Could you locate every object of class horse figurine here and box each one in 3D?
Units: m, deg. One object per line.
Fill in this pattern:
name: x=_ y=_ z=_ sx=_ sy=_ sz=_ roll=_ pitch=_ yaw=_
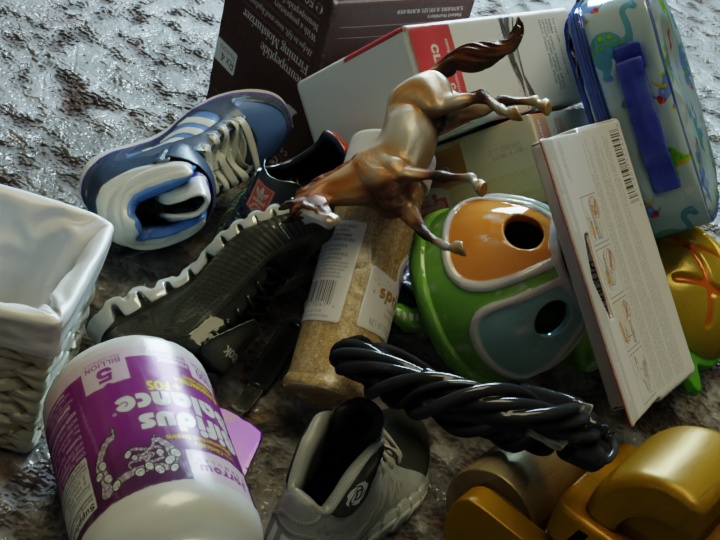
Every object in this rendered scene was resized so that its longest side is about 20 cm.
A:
horse figurine: x=0.048 y=-0.091 z=0.981 sx=0.132 sy=0.050 sz=0.201 roll=16 pitch=64 yaw=34

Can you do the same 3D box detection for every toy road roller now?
toy road roller: x=0.166 y=0.155 z=0.919 sx=0.199 sy=0.147 sz=0.122 roll=34 pitch=36 yaw=24

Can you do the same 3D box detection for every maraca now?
maraca: x=0.258 y=0.027 z=1.176 sx=0.137 sy=0.107 sz=0.200 roll=51 pitch=29 yaw=-5

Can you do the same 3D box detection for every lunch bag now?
lunch bag: x=0.228 y=-0.133 z=1.133 sx=0.082 sy=0.202 sz=0.161 roll=-16 pitch=13 yaw=18

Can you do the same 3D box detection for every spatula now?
spatula: x=-0.080 y=0.089 z=1.017 sx=0.056 sy=0.021 sz=0.200 roll=26 pitch=32 yaw=3

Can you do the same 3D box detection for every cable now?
cable: x=0.055 y=0.083 z=0.891 sx=0.199 sy=0.051 sz=0.162 roll=16 pitch=-1 yaw=41

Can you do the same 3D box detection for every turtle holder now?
turtle holder: x=0.120 y=0.027 z=1.078 sx=0.131 sy=0.187 sz=0.141 roll=-18 pitch=20 yaw=30

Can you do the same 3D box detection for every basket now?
basket: x=-0.279 y=0.021 z=0.932 sx=0.198 sy=0.124 sz=0.136 roll=15 pitch=33 yaw=-2

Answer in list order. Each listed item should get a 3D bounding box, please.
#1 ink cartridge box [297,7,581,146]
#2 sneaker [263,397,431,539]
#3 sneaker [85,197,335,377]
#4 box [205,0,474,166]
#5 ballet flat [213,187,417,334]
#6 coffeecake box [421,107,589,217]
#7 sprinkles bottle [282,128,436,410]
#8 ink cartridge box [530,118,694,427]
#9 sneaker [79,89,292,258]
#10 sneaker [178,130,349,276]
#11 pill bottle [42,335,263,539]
ink cartridge box: x=0.072 y=-0.150 z=1.168 sx=0.199 sy=0.144 sz=0.085 roll=-16 pitch=88 yaw=-41
sneaker: x=0.006 y=0.121 z=0.923 sx=0.074 sy=0.116 sz=0.200 roll=26 pitch=34 yaw=14
sneaker: x=-0.095 y=0.027 z=1.000 sx=0.199 sy=0.067 sz=0.091 roll=-30 pitch=62 yaw=3
box: x=-0.024 y=-0.202 z=1.306 sx=0.163 sy=0.202 sz=0.166 roll=-11 pitch=41 yaw=-36
ballet flat: x=-0.039 y=0.008 z=1.130 sx=0.199 sy=0.075 sz=0.074 roll=33 pitch=36 yaw=26
coffeecake box: x=0.133 y=-0.084 z=1.213 sx=0.152 sy=0.074 sz=0.199 roll=-17 pitch=-1 yaw=34
sprinkles bottle: x=0.000 y=0.000 z=1.028 sx=0.068 sy=0.068 sz=0.202 roll=16 pitch=73 yaw=-1
ink cartridge box: x=0.169 y=-0.001 z=0.999 sx=0.044 sy=0.202 sz=0.176 roll=-17 pitch=1 yaw=29
sneaker: x=-0.123 y=-0.076 z=1.132 sx=0.198 sy=0.081 sz=0.146 roll=-23 pitch=27 yaw=-17
sneaker: x=-0.078 y=-0.033 z=1.072 sx=0.075 sy=0.085 sz=0.200 roll=37 pitch=71 yaw=25
pill bottle: x=-0.121 y=0.141 z=0.840 sx=0.111 sy=0.113 sz=0.201 roll=0 pitch=37 yaw=-24
